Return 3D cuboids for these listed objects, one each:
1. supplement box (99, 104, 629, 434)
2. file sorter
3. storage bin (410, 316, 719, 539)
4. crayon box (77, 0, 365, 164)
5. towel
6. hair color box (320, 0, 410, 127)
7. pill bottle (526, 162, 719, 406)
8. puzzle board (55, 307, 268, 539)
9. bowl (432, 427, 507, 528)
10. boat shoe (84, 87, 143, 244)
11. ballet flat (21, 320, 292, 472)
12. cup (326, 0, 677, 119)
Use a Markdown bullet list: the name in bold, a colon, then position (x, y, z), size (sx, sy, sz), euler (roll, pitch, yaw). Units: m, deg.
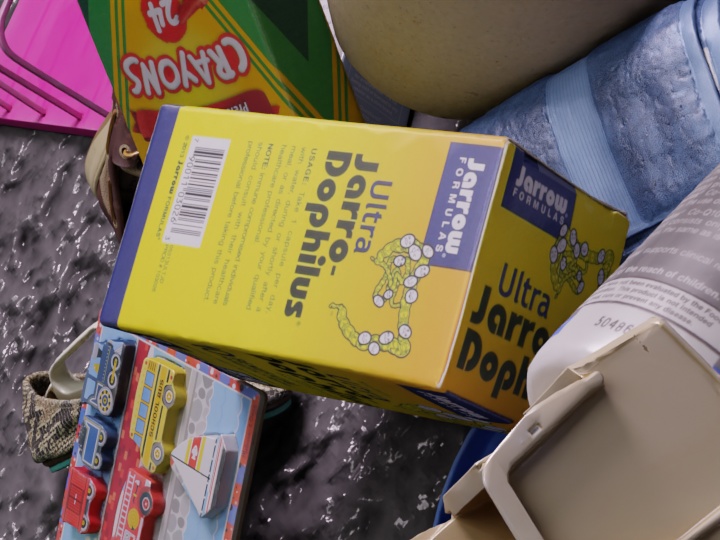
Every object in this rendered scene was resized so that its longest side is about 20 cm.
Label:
- **supplement box**: position (0.000, 0.000, 0.972), size (0.199, 0.109, 0.110), euler (8, 79, 39)
- **file sorter**: position (-0.217, -0.181, 1.420), size (0.199, 0.125, 0.140), euler (11, 73, 51)
- **storage bin**: position (0.096, 0.142, 0.735), size (0.093, 0.200, 0.199), euler (-28, 78, -18)
- **crayon box**: position (-0.059, -0.076, 1.126), size (0.126, 0.201, 0.051), euler (-7, 20, 44)
- **towel**: position (0.107, -0.042, 1.005), size (0.199, 0.048, 0.112), euler (-29, 68, 33)
- **hair color box**: position (-0.013, -0.142, 1.220), size (0.099, 0.060, 0.201), euler (-9, 60, 45)
- **pill bottle**: position (0.166, 0.010, 0.829), size (0.200, 0.114, 0.113), euler (-44, 32, -23)
- **puzzle board**: position (-0.114, 0.136, 1.120), size (0.150, 0.017, 0.201), euler (24, 106, 50)
- **bowl**: position (0.114, 0.111, 0.925), size (0.200, 0.039, 0.202), euler (-27, 48, 35)
- **boat shoe**: position (-0.111, -0.081, 1.242), size (0.200, 0.072, 0.072), euler (121, 142, -49)
- **ballet flat**: position (-0.122, 0.060, 1.189), size (0.199, 0.068, 0.076), euler (-16, 96, 43)
- **cup**: position (0.059, -0.159, 1.072), size (0.144, 0.199, 0.201), euler (120, 151, -43)
